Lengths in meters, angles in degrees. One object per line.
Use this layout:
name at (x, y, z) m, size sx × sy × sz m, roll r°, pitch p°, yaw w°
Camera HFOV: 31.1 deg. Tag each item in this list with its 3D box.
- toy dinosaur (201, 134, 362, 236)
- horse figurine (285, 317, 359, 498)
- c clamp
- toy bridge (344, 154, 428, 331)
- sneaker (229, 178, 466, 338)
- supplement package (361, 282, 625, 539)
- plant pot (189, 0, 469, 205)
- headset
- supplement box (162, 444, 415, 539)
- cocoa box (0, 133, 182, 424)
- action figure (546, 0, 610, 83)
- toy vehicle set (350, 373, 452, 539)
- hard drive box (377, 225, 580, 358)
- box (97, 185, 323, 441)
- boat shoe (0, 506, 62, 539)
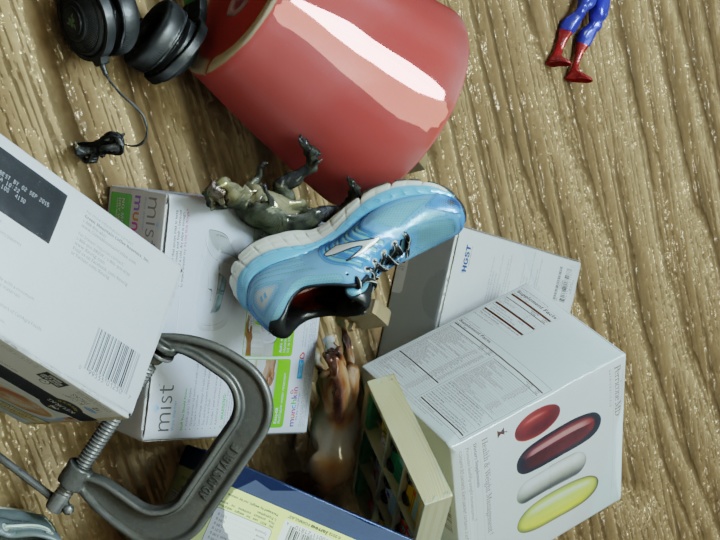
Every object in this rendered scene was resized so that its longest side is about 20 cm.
toy dinosaur at (-0.048, -0.053, 1.064) m, size 0.088 × 0.047 × 0.200 m, roll -47°, pitch 135°, yaw 10°
horse figurine at (-0.030, 0.135, 1.184) m, size 0.050 × 0.133 × 0.201 m, roll 5°, pitch 113°, yaw -12°
c clamp at (-0.171, 0.126, 1.006) m, size 0.171 × 0.027 × 0.200 m, roll 41°, pitch 99°, yaw 1°
toy bridge at (0.012, -0.030, 1.232) m, size 0.027 × 0.067 × 0.201 m, roll 42°, pitch 51°, yaw -39°
sneaker at (0.000, 0.000, 1.044) m, size 0.199 × 0.090 × 0.079 m, roll -26°, pitch 141°, yaw -8°
supplement package at (0.129, 0.157, 1.233) m, size 0.199 × 0.147 × 0.192 m, roll -25°, pitch 129°, yaw -23°
plant pot at (-0.037, -0.183, 1.099) m, size 0.177 × 0.200 × 0.201 m, roll 31°, pitch 77°, yaw -31°
headset at (-0.191, -0.187, 1.040) m, size 0.123 × 0.094 × 0.201 m, roll 15°, pitch 72°, yaw -39°
supplement box at (-0.091, 0.280, 1.100) m, size 0.199 × 0.134 × 0.200 m, roll 25°, pitch 79°, yaw -10°
cocoa box at (-0.256, 0.011, 0.941) m, size 0.200 × 0.131 × 0.134 m, roll 40°, pitch 54°, yaw -39°
action figure at (0.282, -0.308, 1.419) m, size 0.065 × 0.099 × 0.201 m, roll 27°, pitch 77°, yaw -43°
toy vehicle set at (0.033, 0.197, 1.158) m, size 0.026 × 0.125 × 0.200 m, roll -16°, pitch 146°, yaw -16°
hard drive box at (0.126, 0.043, 1.347) m, size 0.200 × 0.077 × 0.157 m, roll 15°, pitch 87°, yaw -43°
box at (-0.127, 0.037, 1.103) m, size 0.176 × 0.097 × 0.201 m, roll 2°, pitch 96°, yaw -42°
boat shoe at (-0.316, 0.212, 0.985) m, size 0.200 × 0.062 × 0.073 m, roll 9°, pitch 91°, yaw -43°
